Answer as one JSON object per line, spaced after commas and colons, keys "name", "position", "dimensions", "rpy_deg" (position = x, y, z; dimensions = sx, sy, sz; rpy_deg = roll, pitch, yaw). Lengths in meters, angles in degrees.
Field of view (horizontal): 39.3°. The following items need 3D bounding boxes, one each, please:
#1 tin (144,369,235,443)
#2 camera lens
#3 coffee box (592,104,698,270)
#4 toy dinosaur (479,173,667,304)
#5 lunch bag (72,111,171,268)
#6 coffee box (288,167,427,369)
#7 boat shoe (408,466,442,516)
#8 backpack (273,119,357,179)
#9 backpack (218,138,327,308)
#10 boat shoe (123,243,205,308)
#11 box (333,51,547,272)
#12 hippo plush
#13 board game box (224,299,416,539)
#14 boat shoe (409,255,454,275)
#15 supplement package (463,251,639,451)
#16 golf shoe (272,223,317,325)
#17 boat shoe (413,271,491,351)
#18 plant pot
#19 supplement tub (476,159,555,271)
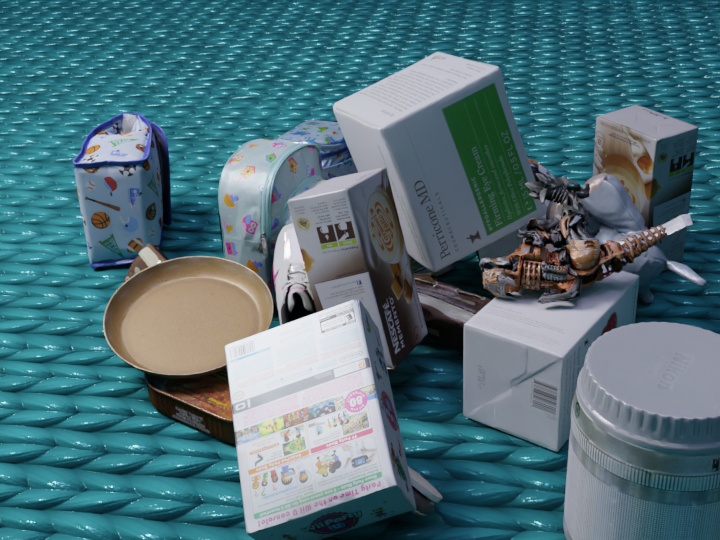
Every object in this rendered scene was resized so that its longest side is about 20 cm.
{"name": "tin", "position": [-0.155, 0.136, 1.137], "dimensions": [0.198, 0.042, 0.112], "rpy_deg": [17, 38, 33]}
{"name": "camera lens", "position": [0.259, 0.167, 0.870], "dimensions": [0.158, 0.202, 0.160], "rpy_deg": [-2, 28, 1]}
{"name": "coffee box", "position": [0.381, -0.108, 1.373], "dimensions": [0.079, 0.202, 0.114], "rpy_deg": [-18, 31, -26]}
{"name": "toy dinosaur", "position": [0.229, -0.021, 1.107], "dimensions": [0.197, 0.103, 0.137], "rpy_deg": [4, 48, -16]}
{"name": "lunch bag", "position": [-0.343, -0.124, 1.494], "dimensions": [0.122, 0.172, 0.201], "rpy_deg": [-2, 27, -5]}
{"name": "coffee box", "position": [0.000, 0.000, 1.128], "dimensions": [0.079, 0.202, 0.114], "rpy_deg": [-9, 12, 27]}
{"name": "boat shoe", "position": [-0.011, 0.192, 0.997], "dimensions": [0.199, 0.072, 0.060], "rpy_deg": [28, 81, 27]}
{"name": "backpack", "position": [-0.062, -0.172, 1.613], "dimensions": [0.162, 0.155, 0.200], "rpy_deg": [19, 45, 28]}
{"name": "backpack", "position": [-0.102, -0.069, 1.324], "dimensions": [0.152, 0.202, 0.176], "rpy_deg": [3, 27, 28]}
{"name": "boat shoe", "position": [-0.240, 0.048, 1.293], "dimensions": [0.075, 0.075, 0.202], "rpy_deg": [-45, 47, -4]}
{"name": "box", "position": [0.096, -0.142, 1.267], "dimensions": [0.170, 0.201, 0.200], "rpy_deg": [-27, 22, -8]}
{"name": "hippo plush", "position": [0.320, -0.034, 1.268], "dimensions": [0.198, 0.161, 0.161], "rpy_deg": [-13, -7, 20]}
{"name": "board game box", "position": [-0.042, 0.144, 0.955], "dimensions": [0.146, 0.064, 0.202], "rpy_deg": [-19, 53, 10]}
{"name": "boat shoe", "position": [0.041, -0.014, 1.371], "dimensions": [0.198, 0.063, 0.072], "rpy_deg": [-19, 32, -26]}
{"name": "supplement package", "position": [0.213, 0.082, 1.117], "dimensions": [0.119, 0.123, 0.200], "rpy_deg": [16, 34, 32]}
{"name": "golf shoe", "position": [-0.063, 0.027, 1.176], "dimensions": [0.072, 0.092, 0.202], "rpy_deg": [-9, 65, -3]}
{"name": "boat shoe", "position": [0.073, 0.036, 1.243], "dimensions": [0.201, 0.075, 0.075], "rpy_deg": [22, 53, 20]}
{"name": "plant pot", "position": [-0.200, 0.057, 1.184], "dimensions": [0.197, 0.028, 0.201], "rpy_deg": [0, 41, 0]}
{"name": "supplement tub", "position": [0.223, -0.075, 1.409], "dimensions": [0.121, 0.124, 0.201], "rpy_deg": [2, 29, 8]}
